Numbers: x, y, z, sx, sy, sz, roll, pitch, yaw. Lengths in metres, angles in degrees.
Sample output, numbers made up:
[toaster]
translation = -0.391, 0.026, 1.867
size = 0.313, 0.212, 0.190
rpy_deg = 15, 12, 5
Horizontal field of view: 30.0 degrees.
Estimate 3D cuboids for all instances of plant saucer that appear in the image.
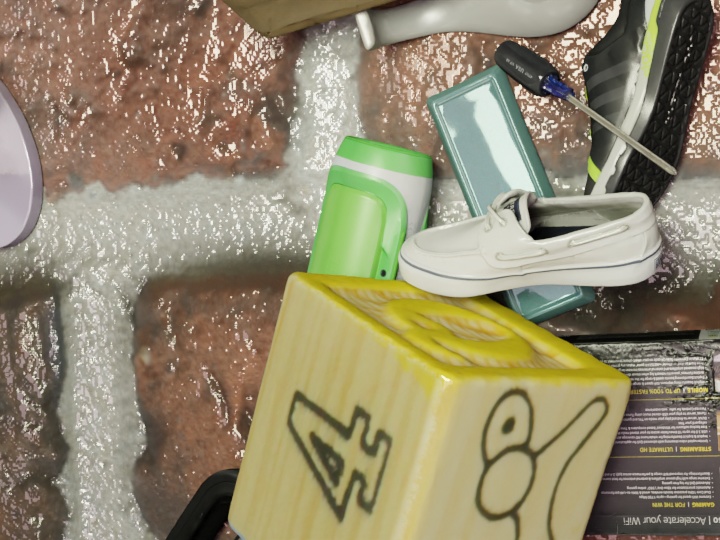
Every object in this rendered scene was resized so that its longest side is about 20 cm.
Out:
[plant saucer]
translation = 0.117, -0.057, 1.063
size = 0.069, 0.019, 0.202
rpy_deg = -23, 86, 17

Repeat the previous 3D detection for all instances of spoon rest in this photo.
[spoon rest]
translation = 0.093, -0.219, 1.048
size = 0.197, 0.061, 0.101
rpy_deg = -17, 90, 4

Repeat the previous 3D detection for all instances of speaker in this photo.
[speaker]
translation = 0.000, 0.000, 1.068
size = 0.087, 0.088, 0.203
rpy_deg = 15, 98, 16

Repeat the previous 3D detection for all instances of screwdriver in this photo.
[screwdriver]
translation = 0.167, -0.123, 0.992
size = 0.029, 0.028, 0.200
rpy_deg = -51, 49, 0

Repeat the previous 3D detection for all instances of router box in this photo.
[router box]
translation = 0.230, 0.123, 1.020
size = 0.197, 0.051, 0.152
rpy_deg = -3, 94, 18

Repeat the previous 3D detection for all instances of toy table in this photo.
[toy table]
translation = -0.370, -0.112, 1.161
size = 0.184, 0.117, 0.200
rpy_deg = -45, 79, 15

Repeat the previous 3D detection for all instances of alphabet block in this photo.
[alphabet block]
translation = 0.045, 0.132, 0.966
size = 0.196, 0.194, 0.203
rpy_deg = 29, 108, 46

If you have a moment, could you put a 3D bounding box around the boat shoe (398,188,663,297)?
[boat shoe]
translation = 0.120, -0.029, 0.988
size = 0.197, 0.074, 0.066
rpy_deg = -5, 127, 15

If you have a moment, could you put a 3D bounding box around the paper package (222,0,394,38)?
[paper package]
translation = -0.024, -0.300, 1.012
size = 0.188, 0.103, 0.203
rpy_deg = -14, 67, 17

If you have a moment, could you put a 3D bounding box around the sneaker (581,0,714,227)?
[sneaker]
translation = 0.203, -0.129, 1.019
size = 0.082, 0.071, 0.203
rpy_deg = 28, 104, 43

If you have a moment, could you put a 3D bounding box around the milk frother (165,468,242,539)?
[milk frother]
translation = -0.115, 0.262, 1.062
size = 0.180, 0.200, 0.189
rpy_deg = 40, 103, 15
